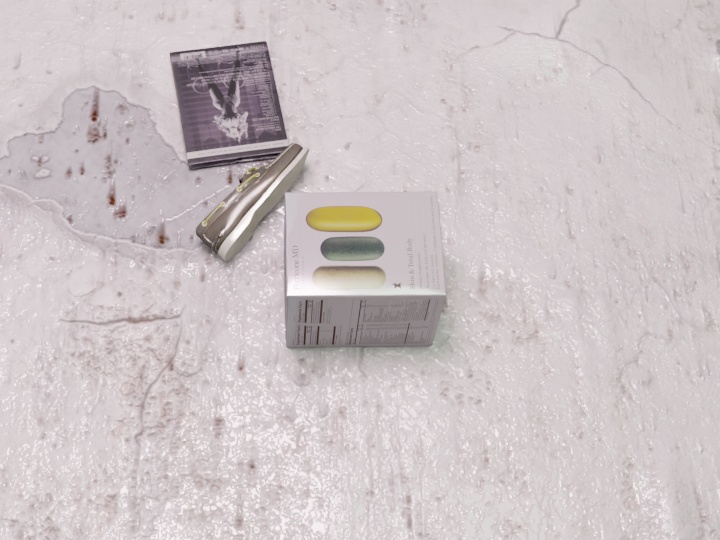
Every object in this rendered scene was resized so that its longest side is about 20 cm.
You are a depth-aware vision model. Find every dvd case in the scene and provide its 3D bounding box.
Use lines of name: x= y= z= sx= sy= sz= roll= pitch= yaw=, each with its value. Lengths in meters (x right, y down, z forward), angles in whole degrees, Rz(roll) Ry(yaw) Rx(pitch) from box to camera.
dvd case: x=-0.191 y=-0.243 z=1.753 sx=0.147 sy=0.016 sz=0.202 roll=-8 pitch=62 yaw=-10

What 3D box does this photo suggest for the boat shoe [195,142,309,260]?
boat shoe: x=-0.145 y=-0.106 z=1.652 sx=0.060 sy=0.072 sz=0.202 roll=35 pitch=69 yaw=9

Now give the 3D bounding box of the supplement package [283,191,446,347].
supplement package: x=0.000 y=0.000 z=1.561 sx=0.197 sy=0.151 sz=0.153 roll=-1 pitch=62 yaw=-4
